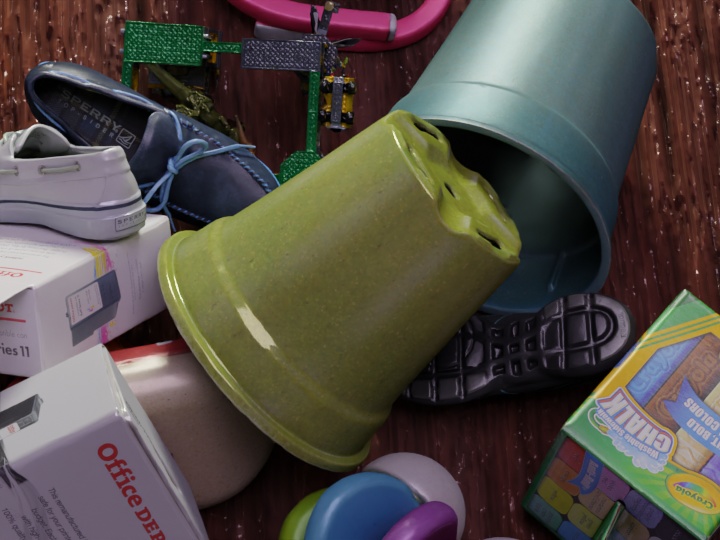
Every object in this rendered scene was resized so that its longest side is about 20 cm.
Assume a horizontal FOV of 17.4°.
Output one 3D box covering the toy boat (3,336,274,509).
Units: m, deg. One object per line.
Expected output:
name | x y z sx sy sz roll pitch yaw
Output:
toy boat | -0.157 0.092 1.610 0.199 0.131 0.131 -10 37 -12

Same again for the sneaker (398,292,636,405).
sneaker | 0.101 0.065 1.673 0.199 0.079 0.076 -4 71 14

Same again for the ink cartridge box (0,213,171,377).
ink cartridge box | -0.225 0.018 1.575 0.117 0.068 0.200 6 21 30

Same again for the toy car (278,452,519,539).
toy car | 0.034 0.211 1.546 0.200 0.150 0.175 41 66 12

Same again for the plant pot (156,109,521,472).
plant pot | 0.000 0.000 1.560 0.184 0.200 0.201 -40 71 18

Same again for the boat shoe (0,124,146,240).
boat shoe | -0.219 -0.069 1.624 0.200 0.067 0.073 9 22 40

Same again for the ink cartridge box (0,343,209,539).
ink cartridge box | -0.215 0.158 1.501 0.199 0.145 0.084 -25 36 2

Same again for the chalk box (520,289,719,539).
chalk box | 0.197 0.138 1.608 0.124 0.125 0.200 40 57 12

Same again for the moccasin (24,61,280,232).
moccasin | -0.151 -0.079 1.643 0.199 0.068 0.081 24 95 3

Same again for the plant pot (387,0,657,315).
plant pot | 0.118 -0.104 1.699 0.200 0.200 0.196 25 56 5

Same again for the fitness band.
fitness band | -0.023 -0.241 1.823 0.199 0.037 0.144 7 63 -6

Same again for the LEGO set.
LEGO set | -0.096 -0.118 1.730 0.199 0.116 0.154 -4 93 5
